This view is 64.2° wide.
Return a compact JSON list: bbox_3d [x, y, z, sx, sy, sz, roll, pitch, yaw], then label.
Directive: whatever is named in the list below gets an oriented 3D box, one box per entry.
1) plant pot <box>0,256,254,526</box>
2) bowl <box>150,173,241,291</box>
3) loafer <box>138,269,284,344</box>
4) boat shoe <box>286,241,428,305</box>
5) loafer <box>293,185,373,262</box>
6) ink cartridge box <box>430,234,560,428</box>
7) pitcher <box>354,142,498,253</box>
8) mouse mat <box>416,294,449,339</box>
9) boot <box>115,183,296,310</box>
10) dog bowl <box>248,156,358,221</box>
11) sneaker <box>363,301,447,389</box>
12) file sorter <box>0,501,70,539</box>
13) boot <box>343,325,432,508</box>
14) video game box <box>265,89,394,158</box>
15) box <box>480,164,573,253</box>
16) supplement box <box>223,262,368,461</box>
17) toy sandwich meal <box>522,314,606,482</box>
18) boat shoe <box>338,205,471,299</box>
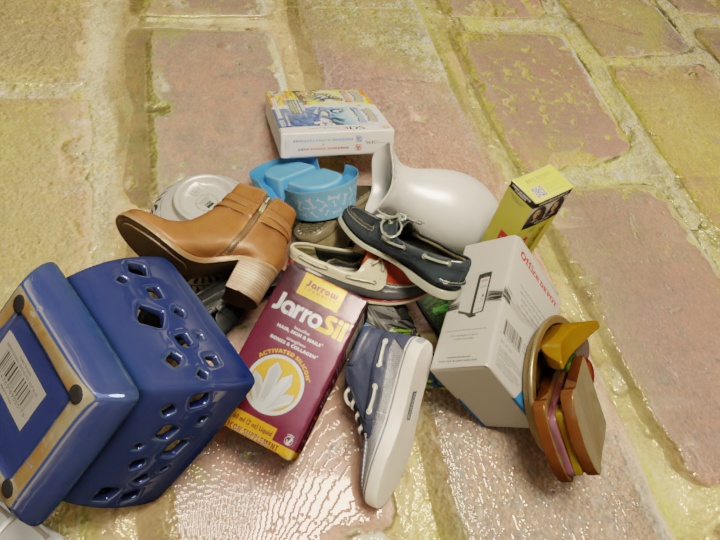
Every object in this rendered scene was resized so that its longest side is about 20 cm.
[{"bbox_3d":[-0.263,0.113,0.575,0.200,0.200,0.180,47,15,22],"label":"plant pot"},{"bbox_3d":[-0.215,-0.073,0.814,0.199,0.094,0.202,6,54,-8],"label":"bowl"},{"bbox_3d":[-0.186,0.053,0.753,0.200,0.068,0.071,-21,73,-20],"label":"loafer"},{"bbox_3d":[0.000,0.000,0.771,0.199,0.063,0.071,5,31,-2],"label":"boat shoe"},{"bbox_3d":[-0.032,-0.072,0.865,0.076,0.068,0.200,9,33,30],"label":"loafer"},{"bbox_3d":[0.182,0.078,0.743,0.146,0.084,0.201,47,49,-31],"label":"ink cartridge box"},{"bbox_3d":[0.097,-0.075,0.857,0.199,0.121,0.173,19,92,-20],"label":"pitcher"},{"bbox_3d":[0.179,0.034,0.867,0.199,0.008,0.161,-19,61,-23],"label":"mouse mat"},{"bbox_3d":[-0.181,-0.059,0.717,0.199,0.077,0.156,26,57,-10],"label":"boot"},{"bbox_3d":[-0.083,-0.122,0.848,0.111,0.050,0.200,-28,32,-31],"label":"dog bowl"},{"bbox_3d":[0.055,0.087,0.767,0.199,0.071,0.083,33,62,16],"label":"sneaker"},{"bbox_3d":[-0.341,0.292,0.519,0.199,0.125,0.139,24,54,7],"label":"file sorter"},{"bbox_3d":[0.018,0.170,0.691,0.090,0.073,0.201,12,79,29],"label":"boot"},{"bbox_3d":[-0.057,-0.249,0.957,0.181,0.047,0.200,-4,36,-16],"label":"video game box"},{"bbox_3d":[0.217,-0.053,0.807,0.075,0.200,0.050,-23,62,-26],"label":"box"},{"bbox_3d":[-0.080,0.108,0.683,0.110,0.086,0.201,25,74,7],"label":"supplement box"},{"bbox_3d":[0.263,0.149,0.703,0.205,0.070,0.207,11,75,-48],"label":"toy sandwich meal"},{"bbox_3d":[0.054,-0.039,0.741,0.200,0.062,0.075,38,33,30],"label":"boat shoe"}]
